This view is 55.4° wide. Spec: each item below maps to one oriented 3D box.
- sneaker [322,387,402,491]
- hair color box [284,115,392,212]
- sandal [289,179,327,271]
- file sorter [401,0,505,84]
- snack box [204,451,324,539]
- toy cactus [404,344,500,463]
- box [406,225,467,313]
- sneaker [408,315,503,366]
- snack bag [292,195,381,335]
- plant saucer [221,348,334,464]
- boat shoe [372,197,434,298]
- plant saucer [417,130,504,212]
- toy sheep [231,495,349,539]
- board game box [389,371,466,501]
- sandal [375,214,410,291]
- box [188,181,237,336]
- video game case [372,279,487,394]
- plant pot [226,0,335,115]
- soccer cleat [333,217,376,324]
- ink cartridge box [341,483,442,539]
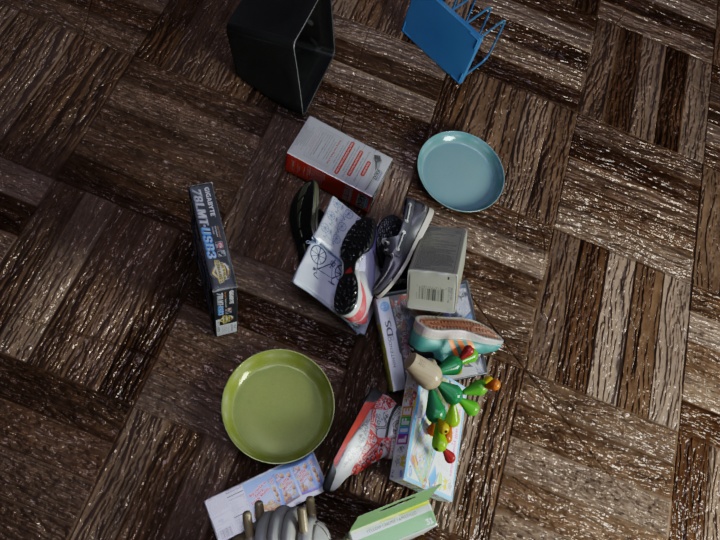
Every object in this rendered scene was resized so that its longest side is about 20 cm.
[{"bbox_3d":[0.021,0.307,1.170,0.106,0.068,0.203,30,53,4],"label":"sneaker"},{"bbox_3d":[-0.045,-0.220,1.415,0.197,0.064,0.112,27,62,4],"label":"hair color box"},{"bbox_3d":[-0.092,-0.074,1.338,0.057,0.079,0.207,2,76,-45],"label":"sandal"},{"bbox_3d":[0.218,-0.572,1.592,0.122,0.139,0.200,-38,77,-27],"label":"file sorter"},{"bbox_3d":[-0.154,0.373,1.136,0.196,0.024,0.073,-21,70,-19],"label":"snack box"},{"bbox_3d":[0.144,0.200,1.151,0.164,0.102,0.203,38,67,-18],"label":"toy cactus"},{"bbox_3d":[0.146,-0.008,1.281,0.092,0.080,0.201,6,28,13],"label":"box"},{"bbox_3d":[0.170,0.135,1.254,0.196,0.082,0.072,10,22,-27],"label":"sneaker"},{"bbox_3d":[-0.024,-0.009,1.302,0.187,0.021,0.203,38,61,-21],"label":"snack bag"},{"bbox_3d":[-0.143,0.237,1.192,0.194,0.031,0.205,4,61,-7],"label":"plant saucer"},{"bbox_3d":[0.065,-0.044,1.270,0.062,0.073,0.203,32,74,-8],"label":"boat shoe"},{"bbox_3d":[0.215,-0.210,1.483,0.194,0.028,0.205,5,64,-10],"label":"plant saucer"},{"bbox_3d":[-0.112,0.426,1.057,0.195,0.138,0.141,-9,63,15],"label":"toy sheep"},{"bbox_3d":[0.121,0.279,1.189,0.133,0.034,0.204,33,57,-35],"label":"board game box"},{"bbox_3d":[0.067,-0.005,1.327,0.073,0.045,0.205,-15,97,-21],"label":"sandal"},{"bbox_3d":[-0.258,-0.014,1.199,0.048,0.199,0.204,-12,66,-18],"label":"box"},{"bbox_3d":[0.130,0.122,1.288,0.195,0.025,0.186,-8,79,-16],"label":"video game case"},{"bbox_3d":[-0.171,-0.489,1.454,0.173,0.202,0.203,17,62,12],"label":"plant pot"},{"bbox_3d":[0.000,0.000,1.276,0.067,0.073,0.205,-4,63,30],"label":"soccer cleat"},{"bbox_3d":[0.051,0.399,1.066,0.142,0.201,0.049,-15,65,-18],"label":"ink cartridge box"}]
